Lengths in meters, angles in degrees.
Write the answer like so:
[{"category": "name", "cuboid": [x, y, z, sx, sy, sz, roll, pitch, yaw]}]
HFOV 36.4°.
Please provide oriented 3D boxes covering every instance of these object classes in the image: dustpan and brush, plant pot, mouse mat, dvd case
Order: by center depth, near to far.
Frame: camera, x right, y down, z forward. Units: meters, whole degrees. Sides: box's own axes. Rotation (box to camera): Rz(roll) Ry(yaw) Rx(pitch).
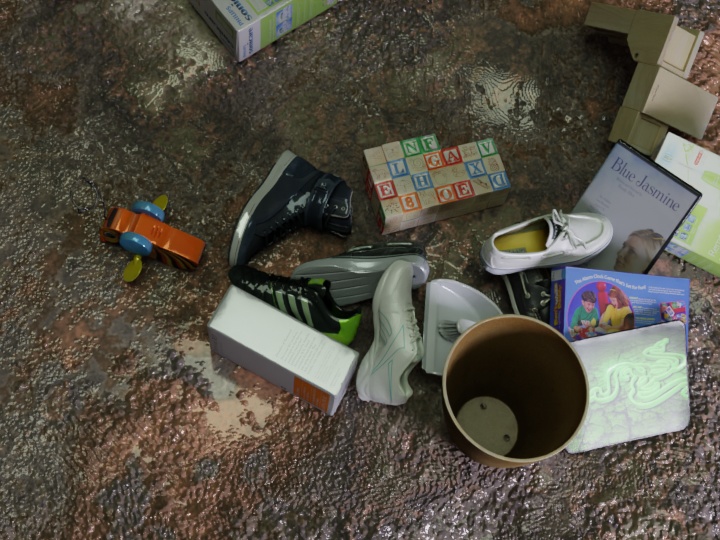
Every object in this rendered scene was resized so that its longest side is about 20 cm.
[{"category": "plant pot", "cuboid": [0.184, 0.180, 1.431, 0.183, 0.200, 0.189, 2, 67, -4]}, {"category": "mouse mat", "cuboid": [0.365, 0.161, 1.509, 0.197, 0.008, 0.163, -10, 103, -14]}, {"category": "dustpan and brush", "cuboid": [0.184, 0.096, 1.540, 0.198, 0.057, 0.142, 19, 64, -30]}, {"category": "dvd case", "cuboid": [0.377, -0.067, 1.579, 0.142, 0.201, 0.018, 35, 24, 10]}]

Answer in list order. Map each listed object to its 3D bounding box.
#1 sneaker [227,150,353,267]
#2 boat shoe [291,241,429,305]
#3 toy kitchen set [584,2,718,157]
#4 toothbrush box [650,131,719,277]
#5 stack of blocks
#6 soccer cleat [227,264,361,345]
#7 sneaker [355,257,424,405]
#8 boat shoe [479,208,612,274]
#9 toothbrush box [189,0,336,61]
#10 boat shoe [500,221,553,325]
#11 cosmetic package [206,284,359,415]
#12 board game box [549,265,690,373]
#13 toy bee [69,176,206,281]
[{"category": "sneaker", "cuboid": [-0.092, -0.067, 1.575, 0.145, 0.077, 0.204, 27, 66, 9]}, {"category": "boat shoe", "cuboid": [0.000, 0.000, 1.565, 0.197, 0.073, 0.071, -4, 35, 4]}, {"category": "toy kitchen set", "cuboid": [0.446, -0.292, 1.737, 0.162, 0.180, 0.202, 14, 100, -38]}, {"category": "toothbrush box", "cuboid": [0.507, -0.090, 1.618, 0.198, 0.086, 0.147, 27, 86, 8]}, {"category": "stack of blocks", "cuboid": [0.110, -0.139, 1.635, 0.197, 0.059, 0.117, -14, 69, -11]}, {"category": "soccer cleat", "cuboid": [-0.089, 0.035, 1.522, 0.198, 0.082, 0.068, 30, 25, 0]}, {"category": "sneaker", "cuboid": [0.054, 0.086, 1.493, 0.079, 0.070, 0.203, 12, 93, 30]}, {"category": "boat shoe", "cuboid": [0.266, -0.051, 1.523, 0.199, 0.086, 0.076, -9, 69, -10]}, {"category": "toothbrush box", "cuboid": [-0.153, -0.448, 1.718, 0.199, 0.086, 0.146, -34, 74, -16]}, {"category": "boat shoe", "cuboid": [0.253, 0.025, 1.569, 0.073, 0.060, 0.202, -2, 61, -40]}, {"category": "cosmetic package", "cuboid": [-0.106, 0.109, 1.487, 0.198, 0.102, 0.072, 28, 68, 7]}, {"category": "board game box", "cuboid": [0.364, 0.071, 1.537, 0.197, 0.045, 0.137, 6, 83, -16]}, {"category": "toy bee", "cuboid": [-0.320, -0.062, 1.551, 0.200, 0.108, 0.131, 48, 60, -12]}]
